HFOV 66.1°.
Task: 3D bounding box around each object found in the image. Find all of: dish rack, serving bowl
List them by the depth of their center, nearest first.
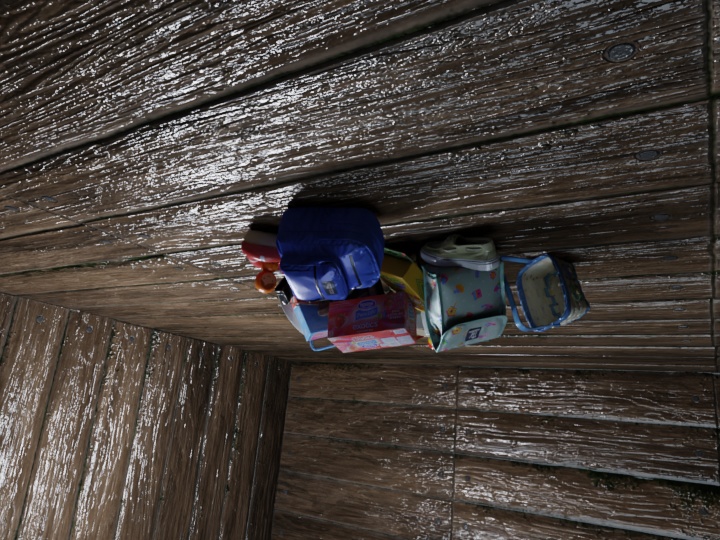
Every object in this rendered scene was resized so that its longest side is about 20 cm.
[{"bbox_3d":[-0.106,0.031,1.432,0.196,0.154,0.055,-6,117,20],"label":"dish rack"},{"bbox_3d":[-0.153,0.093,1.609,0.065,0.202,0.199,-32,151,17],"label":"serving bowl"}]

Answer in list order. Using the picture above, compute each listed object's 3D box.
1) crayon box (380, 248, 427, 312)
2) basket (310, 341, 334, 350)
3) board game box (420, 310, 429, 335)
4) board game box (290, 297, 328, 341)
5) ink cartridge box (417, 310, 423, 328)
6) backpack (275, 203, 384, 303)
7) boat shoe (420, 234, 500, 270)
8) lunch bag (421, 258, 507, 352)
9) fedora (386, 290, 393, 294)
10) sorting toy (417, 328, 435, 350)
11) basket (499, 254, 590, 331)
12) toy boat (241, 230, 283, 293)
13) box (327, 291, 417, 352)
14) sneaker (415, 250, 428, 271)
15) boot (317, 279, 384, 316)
[{"bbox_3d":[0.108,0.025,1.300,0.200,0.051,0.126,45,165,-33],"label":"crayon box"},{"bbox_3d":[-0.073,0.153,1.743,0.196,0.180,0.139,-9,168,15],"label":"basket"},{"bbox_3d":[0.259,0.093,1.447,0.198,0.105,0.104,-11,179,-43],"label":"board game box"},{"bbox_3d":[-0.082,0.102,1.523,0.197,0.154,0.041,-9,147,-31],"label":"board game box"},{"bbox_3d":[0.202,0.128,1.673,0.198,0.058,0.163,19,-166,-32],"label":"ink cartridge box"},{"bbox_3d":[-0.052,-0.028,1.103,0.196,0.170,0.163,-3,145,14],"label":"backpack"},{"bbox_3d":[0.209,-0.047,1.180,0.198,0.063,0.072,9,-150,44],"label":"boat shoe"},{"bbox_3d":[0.232,0.077,1.232,0.167,0.204,0.122,-12,-163,-14],"label":"lunch bag"},{"bbox_3d":[0.074,0.112,1.477,0.082,0.201,0.201,43,160,-1],"label":"fedora"},{"bbox_3d":[0.203,0.173,1.700,0.196,0.071,0.199,11,-159,14],"label":"sorting toy"},{"bbox_3d":[0.405,0.047,1.251,0.197,0.179,0.139,-2,154,-24],"label":"basket"},{"bbox_3d":[-0.216,-0.012,1.308,0.128,0.133,0.200,8,165,2],"label":"toy boat"},{"bbox_3d":[0.030,0.126,1.327,0.197,0.096,0.103,-10,148,20],"label":"box"},{"bbox_3d":[0.185,-0.003,1.355,0.088,0.068,0.201,-12,157,3],"label":"sneaker"},{"bbox_3d":[-0.028,0.064,1.468,0.171,0.070,0.200,-18,-175,10],"label":"boot"}]
